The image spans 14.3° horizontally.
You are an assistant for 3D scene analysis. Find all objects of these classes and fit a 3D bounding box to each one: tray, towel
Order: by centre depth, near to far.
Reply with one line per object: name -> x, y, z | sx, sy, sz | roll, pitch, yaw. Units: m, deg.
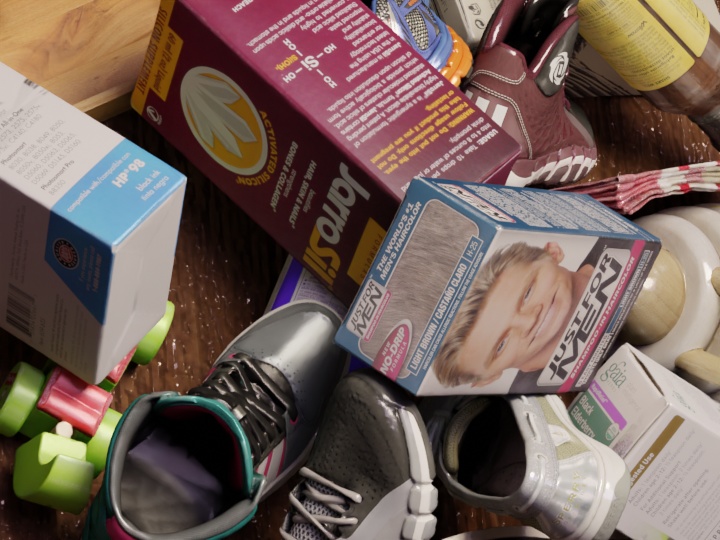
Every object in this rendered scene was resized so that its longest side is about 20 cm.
tray -> -0.167, -0.131, 1.627 | 0.200, 0.037, 0.099 | -28, 79, -40
towel -> 0.185, -0.049, 1.725 | 0.199, 0.144, 0.023 | -10, 91, -35

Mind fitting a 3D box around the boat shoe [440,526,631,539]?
boat shoe -> 0.085, 0.180, 1.570 | 0.199, 0.073, 0.063 | -2, 62, -38

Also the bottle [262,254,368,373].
bottle -> 0.000, 0.000, 1.629 | 0.083, 0.065, 0.200 | 28, 52, -9

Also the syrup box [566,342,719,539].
syrup box -> 0.208, 0.131, 1.626 | 0.200, 0.082, 0.079 | 31, 12, -26

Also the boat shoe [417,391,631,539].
boat shoe -> 0.074, 0.096, 1.545 | 0.065, 0.202, 0.075 | 24, 96, -25

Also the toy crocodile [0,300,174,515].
toy crocodile -> -0.142, 0.044, 1.521 | 0.067, 0.062, 0.200 | 29, 51, -13

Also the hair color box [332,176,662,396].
hair color box -> 0.076, 0.011, 1.515 | 0.060, 0.100, 0.200 | 33, 15, 27

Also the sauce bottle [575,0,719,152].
sauce bottle -> 0.179, -0.137, 1.728 | 0.200, 0.065, 0.065 | 43, 45, -35

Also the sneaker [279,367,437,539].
sneaker -> -0.028, 0.153, 1.452 | 0.115, 0.075, 0.201 | -10, 111, -40

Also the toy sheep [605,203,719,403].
toy sheep -> 0.209, 0.024, 1.700 | 0.200, 0.138, 0.138 | 17, 52, -48

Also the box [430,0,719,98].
box -> 0.122, -0.153, 1.784 | 0.199, 0.082, 0.069 | -5, 65, -31

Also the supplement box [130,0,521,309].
supplement box -> -0.021, -0.079, 1.566 | 0.200, 0.110, 0.086 | 43, 55, 15

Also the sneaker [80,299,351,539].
sneaker -> -0.069, 0.080, 1.469 | 0.084, 0.121, 0.200 | 38, 69, 3

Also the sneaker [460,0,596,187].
sneaker -> 0.110, -0.113, 1.686 | 0.075, 0.116, 0.200 | 24, 17, 13

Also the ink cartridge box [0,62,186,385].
ink cartridge box -> -0.192, -0.043, 1.471 | 0.200, 0.116, 0.067 | 32, 52, 14

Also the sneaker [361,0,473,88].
sneaker -> 0.001, -0.157, 1.662 | 0.078, 0.075, 0.200 | 45, 0, -32
